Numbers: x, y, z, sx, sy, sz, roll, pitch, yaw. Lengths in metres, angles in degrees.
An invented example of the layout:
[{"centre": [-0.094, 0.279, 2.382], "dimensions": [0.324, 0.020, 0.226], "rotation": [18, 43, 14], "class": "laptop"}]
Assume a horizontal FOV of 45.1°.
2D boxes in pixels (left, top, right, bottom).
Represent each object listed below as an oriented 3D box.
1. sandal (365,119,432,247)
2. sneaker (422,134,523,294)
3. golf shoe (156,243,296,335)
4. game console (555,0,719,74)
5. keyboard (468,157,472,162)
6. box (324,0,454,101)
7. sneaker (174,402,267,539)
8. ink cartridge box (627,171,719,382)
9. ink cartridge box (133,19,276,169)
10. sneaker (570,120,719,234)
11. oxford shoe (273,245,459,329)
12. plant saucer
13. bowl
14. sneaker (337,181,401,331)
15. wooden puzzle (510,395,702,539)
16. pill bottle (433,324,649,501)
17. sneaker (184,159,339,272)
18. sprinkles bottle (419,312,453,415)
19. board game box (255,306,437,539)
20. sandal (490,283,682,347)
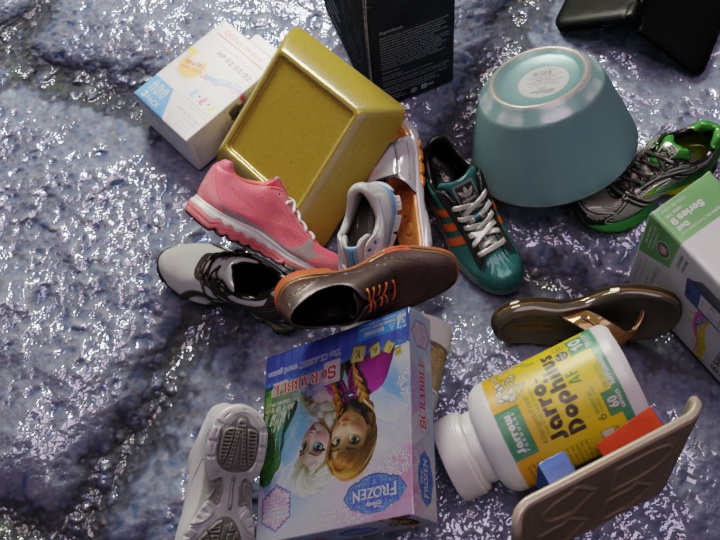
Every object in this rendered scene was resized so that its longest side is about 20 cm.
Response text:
[{"centre": [0.039, -0.091, 1.012], "dimensions": [0.058, 0.079, 0.210], "rotation": [4, 61, -24], "class": "sandal"}, {"centre": [0.122, -0.066, 0.993], "dimensions": [0.070, 0.080, 0.202], "rotation": [-28, 67, -6], "class": "sneaker"}, {"centre": [-0.151, 0.001, 0.986], "dimensions": [0.196, 0.095, 0.079], "rotation": [16, 67, 16], "class": "golf shoe"}, {"centre": [0.383, -0.364, 1.153], "dimensions": [0.174, 0.117, 0.202], "rotation": [6, 59, 44], "class": "game console"}, {"centre": [0.218, -0.133, 1.058], "dimensions": [0.196, 0.011, 0.057], "rotation": [-16, 63, -1], "class": "keyboard"}, {"centre": [0.029, -0.355, 1.088], "dimensions": [0.122, 0.198, 0.203], "rotation": [-20, 63, -4], "class": "box"}, {"centre": [-0.148, 0.232, 0.885], "dimensions": [0.077, 0.099, 0.204], "rotation": [18, 85, -22], "class": "sneaker"}, {"centre": [0.377, 0.026, 0.882], "dimensions": [0.087, 0.146, 0.201], "rotation": [-33, 64, -10], "class": "ink cartridge box"}, {"centre": [-0.178, -0.242, 1.126], "dimensions": [0.115, 0.068, 0.200], "rotation": [40, 73, 23], "class": "ink cartridge box"}, {"centre": [0.327, -0.115, 0.995], "dimensions": [0.198, 0.086, 0.079], "rotation": [-30, 63, -8], "class": "sneaker"}, {"centre": [0.013, 0.026, 0.881], "dimensions": [0.196, 0.073, 0.073], "rotation": [-15, 19, -8], "class": "oxford shoe"}, {"centre": [-0.075, -0.161, 1.031], "dimensions": [0.199, 0.048, 0.202], "rotation": [40, 105, 23], "class": "plant saucer"}, {"centre": [0.212, -0.180, 0.995], "dimensions": [0.197, 0.106, 0.203], "rotation": [-14, 42, 13], "class": "bowl"}, {"centre": [0.000, 0.000, 0.945], "dimensions": [0.073, 0.086, 0.205], "rotation": [-2, 86, 20], "class": "sneaker"}, {"centre": [0.211, 0.196, 0.794], "dimensions": [0.198, 0.186, 0.047], "rotation": [-29, 58, -9], "class": "wooden puzzle"}, {"centre": [0.174, 0.146, 0.854], "dimensions": [0.197, 0.113, 0.114], "rotation": [-27, 62, 9], "class": "pill bottle"}, {"centre": [-0.092, -0.055, 0.969], "dimensions": [0.198, 0.074, 0.088], "rotation": [26, 91, -20], "class": "sneaker"}, {"centre": [0.045, 0.147, 0.897], "dimensions": [0.067, 0.068, 0.204], "rotation": [10, 68, 11], "class": "sprinkles bottle"}, {"centre": [-0.017, 0.160, 0.859], "dimensions": [0.198, 0.041, 0.203], "rotation": [-23, 54, 34], "class": "board game box"}, {"centre": [0.237, 0.061, 0.914], "dimensions": [0.195, 0.083, 0.055], "rotation": [-3, 47, 9], "class": "sandal"}]
